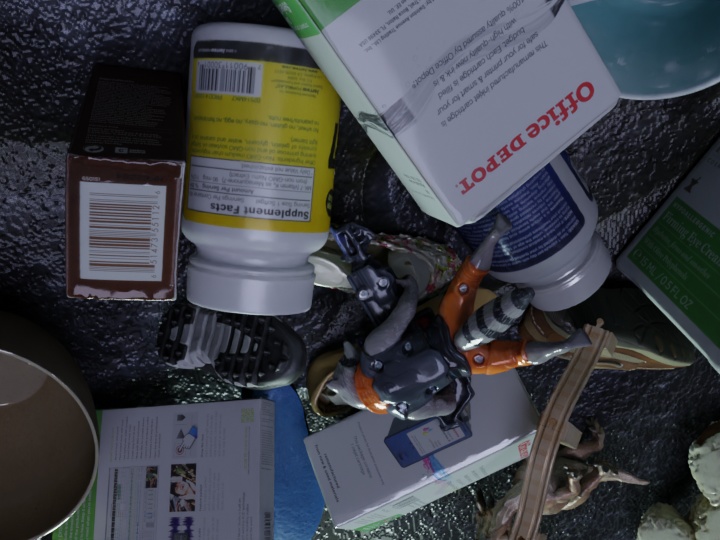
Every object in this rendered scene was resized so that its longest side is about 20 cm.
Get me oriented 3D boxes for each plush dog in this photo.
[{"bbox_3d":[0.429,0.271,0.970,0.172,0.160,0.200,-1,123,-41],"label":"plush dog"}]

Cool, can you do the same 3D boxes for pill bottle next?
[{"bbox_3d":[0.127,-0.061,0.735,0.111,0.111,0.200,-36,118,8],"label":"pill bottle"},{"bbox_3d":[-0.075,-0.074,0.655,0.114,0.114,0.200,4,98,-13],"label":"pill bottle"}]

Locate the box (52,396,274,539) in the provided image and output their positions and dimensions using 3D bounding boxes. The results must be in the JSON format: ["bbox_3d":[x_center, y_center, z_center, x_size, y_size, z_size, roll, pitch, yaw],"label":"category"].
[{"bbox_3d":[-0.171,0.189,0.763,0.200,0.145,0.036,-6,162,15],"label":"box"}]

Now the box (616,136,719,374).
[{"bbox_3d":[0.381,0.015,0.777,0.200,0.199,0.171,30,108,-24],"label":"box"}]

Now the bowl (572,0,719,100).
[{"bbox_3d":[0.213,-0.237,0.639,0.200,0.105,0.201,14,129,18],"label":"bowl"}]

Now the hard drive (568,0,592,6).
[{"bbox_3d":[0.084,-0.238,0.618,0.200,0.027,0.132,-5,123,32],"label":"hard drive"}]

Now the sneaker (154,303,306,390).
[{"bbox_3d":[-0.089,0.064,0.733,0.090,0.200,0.067,19,79,-36],"label":"sneaker"}]

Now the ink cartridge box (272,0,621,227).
[{"bbox_3d":[0.052,-0.151,0.579,0.146,0.084,0.200,-38,108,-5],"label":"ink cartridge box"}]

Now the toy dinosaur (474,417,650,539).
[{"bbox_3d":[0.196,0.230,0.925,0.200,0.086,0.136,0,126,-26],"label":"toy dinosaur"}]

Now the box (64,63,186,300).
[{"bbox_3d":[-0.161,-0.068,0.622,0.075,0.200,0.100,2,118,-15],"label":"box"}]

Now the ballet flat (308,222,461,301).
[{"bbox_3d":[0.000,0.000,0.770,0.200,0.064,0.076,9,116,-16],"label":"ballet flat"}]

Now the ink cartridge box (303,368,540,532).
[{"bbox_3d":[0.066,0.162,0.819,0.200,0.088,0.145,-24,159,4],"label":"ink cartridge box"}]

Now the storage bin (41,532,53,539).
[{"bbox_3d":[-0.226,0.312,0.855,0.134,0.146,0.200,-5,119,2],"label":"storage bin"}]

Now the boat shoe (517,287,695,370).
[{"bbox_3d":[0.235,0.059,0.851,0.200,0.076,0.074,17,142,-28],"label":"boat shoe"}]

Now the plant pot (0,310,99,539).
[{"bbox_3d":[-0.312,0.110,0.723,0.200,0.135,0.201,-5,118,-9],"label":"plant pot"}]

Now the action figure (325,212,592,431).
[{"bbox_3d":[0.047,0.038,0.685,0.193,0.105,0.200,-36,95,21],"label":"action figure"}]

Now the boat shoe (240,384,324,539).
[{"bbox_3d":[-0.075,0.175,0.849,0.084,0.069,0.200,-8,114,-22],"label":"boat shoe"}]

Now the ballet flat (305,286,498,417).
[{"bbox_3d":[0.039,0.081,0.797,0.200,0.063,0.069,-28,117,19],"label":"ballet flat"}]

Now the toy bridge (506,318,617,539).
[{"bbox_3d":[0.165,0.132,0.730,0.067,0.027,0.200,37,73,-61],"label":"toy bridge"}]
